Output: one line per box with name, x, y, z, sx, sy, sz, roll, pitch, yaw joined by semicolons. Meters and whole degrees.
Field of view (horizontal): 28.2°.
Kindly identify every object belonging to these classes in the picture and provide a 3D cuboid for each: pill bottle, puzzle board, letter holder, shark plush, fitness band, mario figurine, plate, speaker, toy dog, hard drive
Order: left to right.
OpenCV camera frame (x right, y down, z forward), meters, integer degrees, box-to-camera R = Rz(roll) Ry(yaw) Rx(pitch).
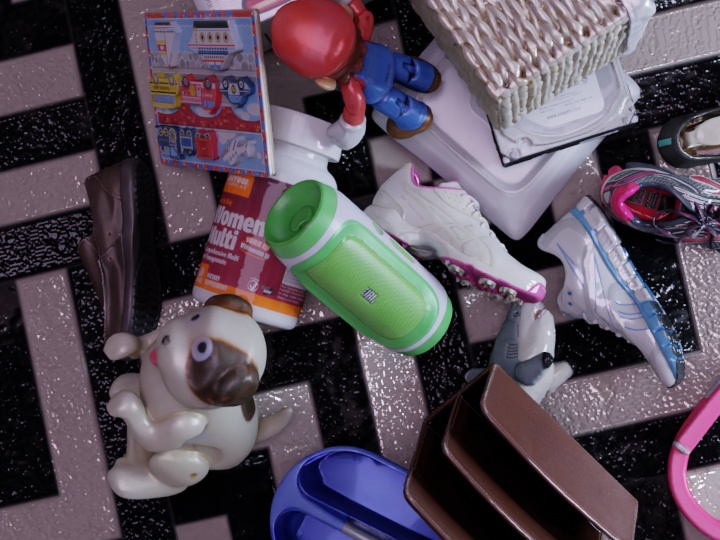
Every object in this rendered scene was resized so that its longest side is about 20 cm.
toy dog;-0.149;0.115;1.338;0.192;0.201;0.141;12;51;-9
puzzle board;-0.149;-0.170;1.365;0.017;0.199;0.152;-16;106;-36
pill bottle;-0.086;-0.052;1.396;0.109;0.110;0.202;17;89;5
mario figurine;-0.016;-0.196;1.343;0.106;0.199;0.124;-35;54;26
speaker;0.000;0.000;1.349;0.089;0.088;0.200;-49;125;1
shark plush;0.132;0.122;1.413;0.083;0.091;0.201;42;113;24
plate;0.144;-0.168;1.422;0.199;0.032;0.200;41;90;6
letter holder;0.148;0.212;1.313;0.200;0.142;0.100;44;118;-9
hard drive;0.174;-0.216;1.388;0.138;0.038;0.202;-16;85;3
fitness band;0.388;0.172;1.384;0.143;0.037;0.200;40;92;5

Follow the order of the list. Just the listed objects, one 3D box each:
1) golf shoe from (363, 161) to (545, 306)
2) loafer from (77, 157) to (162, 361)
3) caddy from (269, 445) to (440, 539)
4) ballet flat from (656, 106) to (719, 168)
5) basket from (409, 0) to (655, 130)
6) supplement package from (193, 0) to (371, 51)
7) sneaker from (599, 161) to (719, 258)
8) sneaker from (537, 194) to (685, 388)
golf shoe;0.099;-0.037;1.392;0.199;0.075;0.092;27;80;14
loafer;-0.243;-0.010;1.434;0.070;0.073;0.202;-3;82;15
caddy;0.011;0.251;1.375;0.199;0.105;0.142;25;91;5
ballet flat;0.387;-0.137;1.382;0.198;0.068;0.069;-15;88;4
basket;0.137;-0.251;1.275;0.160;0.200;0.199;-34;85;3
supplement package;-0.068;-0.299;1.405;0.199;0.110;0.115;-25;85;3
sneaker;0.328;-0.051;1.373;0.198;0.075;0.081;7;103;3
sneaker;0.241;0.033;1.393;0.086;0.075;0.201;-32;80;13
